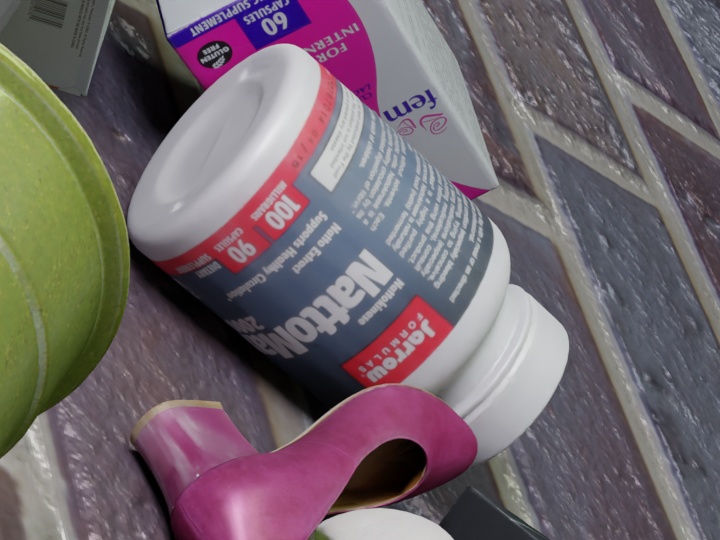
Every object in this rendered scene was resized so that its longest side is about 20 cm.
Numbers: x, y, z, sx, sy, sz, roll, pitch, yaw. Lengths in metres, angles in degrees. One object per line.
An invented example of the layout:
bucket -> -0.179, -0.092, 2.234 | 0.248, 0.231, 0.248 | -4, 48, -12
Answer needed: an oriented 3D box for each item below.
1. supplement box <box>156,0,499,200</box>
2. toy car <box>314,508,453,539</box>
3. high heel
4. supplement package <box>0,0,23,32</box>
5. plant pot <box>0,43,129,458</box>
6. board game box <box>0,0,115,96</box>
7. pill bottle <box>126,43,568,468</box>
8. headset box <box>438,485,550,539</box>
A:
supplement box -> -0.019, -0.111, 1.270 | 0.200, 0.101, 0.104 | 52, 15, -49
toy car -> -0.013, 0.192, 0.874 | 0.200, 0.175, 0.150 | 55, -11, 10
high heel -> -0.004, 0.100, 1.089 | 0.199, 0.067, 0.096 | 11, 35, -49
supplement package -> -0.241, -0.169, 0.927 | 0.191, 0.147, 0.201 | 8, 46, -42
plant pot -> -0.186, 0.042, 0.740 | 0.200, 0.200, 0.190 | 41, 37, -21
board game box -> -0.139, -0.197, 1.123 | 0.102, 0.105, 0.201 | 17, 56, -5
pill bottle -> 0.000, 0.000, 1.188 | 0.200, 0.119, 0.120 | 40, 25, -22
headset box -> 0.112, 0.195, 1.054 | 0.200, 0.093, 0.174 | 38, -2, -29
